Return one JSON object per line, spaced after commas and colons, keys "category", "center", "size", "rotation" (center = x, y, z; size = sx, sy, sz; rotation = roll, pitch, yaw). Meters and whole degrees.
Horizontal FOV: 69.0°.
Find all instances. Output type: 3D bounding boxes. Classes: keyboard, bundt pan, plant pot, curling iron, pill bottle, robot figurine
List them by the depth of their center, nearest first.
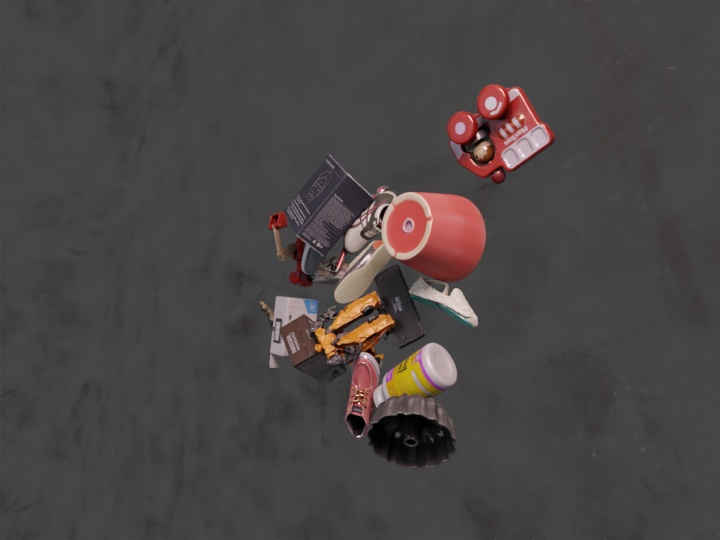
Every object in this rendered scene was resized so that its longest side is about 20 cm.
{"category": "bundt pan", "center": [0.112, 0.343, 1.143], "size": [0.201, 0.200, 0.077], "rotation": [-39, 23, 33]}
{"category": "plant pot", "center": [0.152, -0.083, 1.160], "size": [0.197, 0.175, 0.207], "rotation": [-9, 77, 43]}
{"category": "pill bottle", "center": [0.118, 0.257, 1.193], "size": [0.199, 0.103, 0.106], "rotation": [-42, 57, 32]}
{"category": "robot figurine", "center": [-0.023, 0.144, 1.256], "size": [0.197, 0.059, 0.146], "rotation": [-30, 61, -7]}
{"category": "keyboard", "center": [0.089, 0.094, 1.308], "size": [0.102, 0.040, 0.204], "rotation": [-26, 63, 14]}
{"category": "curling iron", "center": [-0.042, -0.079, 1.410], "size": [0.049, 0.026, 0.203], "rotation": [23, 74, 13]}

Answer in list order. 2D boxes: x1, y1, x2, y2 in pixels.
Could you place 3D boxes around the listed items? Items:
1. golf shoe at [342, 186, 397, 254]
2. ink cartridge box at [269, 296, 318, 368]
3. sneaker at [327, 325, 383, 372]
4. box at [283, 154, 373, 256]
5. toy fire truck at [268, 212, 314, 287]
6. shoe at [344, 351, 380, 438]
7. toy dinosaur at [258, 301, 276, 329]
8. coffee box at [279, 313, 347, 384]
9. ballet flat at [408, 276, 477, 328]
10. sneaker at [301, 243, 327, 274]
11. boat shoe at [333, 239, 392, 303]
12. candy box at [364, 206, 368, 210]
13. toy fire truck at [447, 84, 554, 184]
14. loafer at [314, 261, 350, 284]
{"category": "golf shoe", "center": [0.024, -0.118, 1.340], "size": [0.202, 0.076, 0.089], "rotation": [-54, 33, 16]}
{"category": "ink cartridge box", "center": [-0.192, 0.182, 1.510], "size": [0.067, 0.114, 0.206], "rotation": [3, 87, 45]}
{"category": "sneaker", "center": [-0.011, 0.200, 1.358], "size": [0.199, 0.077, 0.078], "rotation": [40, 110, 30]}
{"category": "box", "center": [-0.087, -0.171, 1.362], "size": [0.201, 0.106, 0.149], "rotation": [-48, 36, 9]}
{"category": "toy fire truck", "center": [-0.202, -0.057, 1.538], "size": [0.048, 0.139, 0.206], "rotation": [-11, 76, 42]}
{"category": "shoe", "center": [0.004, 0.303, 1.260], "size": [0.069, 0.091, 0.205], "rotation": [7, 119, 12]}
{"category": "toy dinosaur", "center": [-0.261, 0.159, 1.634], "size": [0.202, 0.046, 0.089], "rotation": [60, 138, 32]}
{"category": "coffee box", "center": [-0.120, 0.209, 1.366], "size": [0.079, 0.200, 0.115], "rotation": [-30, 59, 6]}
{"category": "ballet flat", "center": [0.190, 0.061, 1.180], "size": [0.198, 0.071, 0.074], "rotation": [25, 101, 44]}
{"category": "sneaker", "center": [-0.132, -0.089, 1.532], "size": [0.070, 0.072, 0.205], "rotation": [16, 86, 54]}
{"category": "boat shoe", "center": [0.000, 0.000, 1.333], "size": [0.200, 0.072, 0.062], "rotation": [-47, 37, -11]}
{"category": "candy box", "center": [-0.045, -0.185, 1.449], "size": [0.102, 0.026, 0.201], "rotation": [-43, 50, 4]}
{"category": "toy fire truck", "center": [0.289, -0.282, 1.113], "size": [0.199, 0.111, 0.171], "rotation": [-36, 78, 37]}
{"category": "loafer", "center": [-0.058, 0.002, 1.438], "size": [0.197, 0.071, 0.065], "rotation": [-3, 75, 48]}
